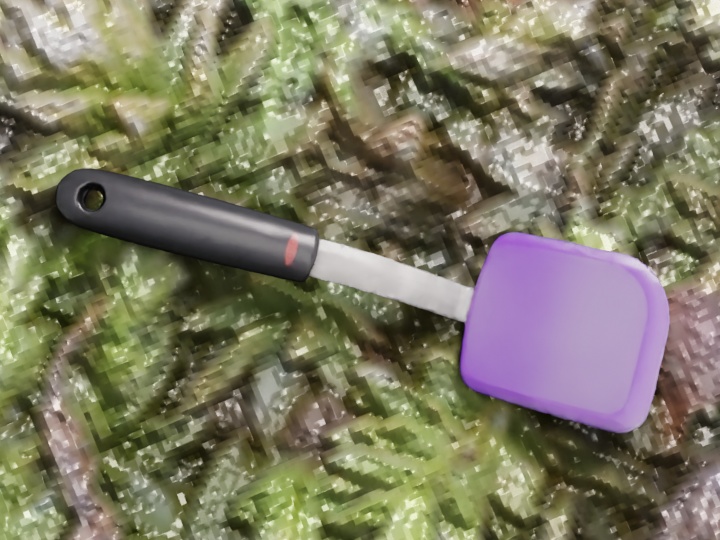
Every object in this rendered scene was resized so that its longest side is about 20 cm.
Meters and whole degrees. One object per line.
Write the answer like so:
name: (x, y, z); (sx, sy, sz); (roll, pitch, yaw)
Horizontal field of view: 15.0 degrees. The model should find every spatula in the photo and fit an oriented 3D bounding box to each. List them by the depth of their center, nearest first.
spatula: (0.000, 0.000, 0.867); (0.199, 0.021, 0.057); (16, 83, -5)
